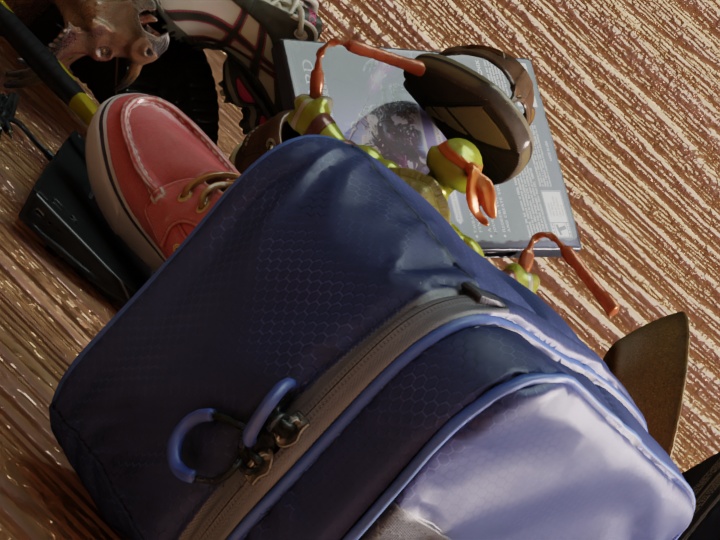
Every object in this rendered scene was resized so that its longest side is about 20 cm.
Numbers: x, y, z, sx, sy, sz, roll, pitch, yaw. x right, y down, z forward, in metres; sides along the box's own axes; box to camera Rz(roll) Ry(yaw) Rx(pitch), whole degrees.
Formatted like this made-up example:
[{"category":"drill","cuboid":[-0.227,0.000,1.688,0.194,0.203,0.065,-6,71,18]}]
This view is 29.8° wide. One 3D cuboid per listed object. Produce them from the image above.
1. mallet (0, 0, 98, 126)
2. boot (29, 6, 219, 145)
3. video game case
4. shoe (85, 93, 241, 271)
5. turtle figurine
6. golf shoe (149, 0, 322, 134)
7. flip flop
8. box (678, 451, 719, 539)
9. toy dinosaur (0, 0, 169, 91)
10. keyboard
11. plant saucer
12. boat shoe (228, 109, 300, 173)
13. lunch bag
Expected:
[{"category":"mallet","cuboid":[-0.145,-0.084,0.740,0.200,0.041,0.066,47,4,27]},{"category":"boot","cuboid":[-0.175,-0.132,0.917,0.077,0.138,0.201,-7,84,-47]},{"category":"video game case","cuboid":[0.045,-0.076,0.867,0.199,0.019,0.144,-2,70,-32]},{"category":"shoe","cuboid":[-0.053,-0.021,0.613,0.071,0.091,0.200,-18,67,-38]},{"category":"turtle figurine","cuboid":[0.017,-0.005,0.674,0.200,0.161,0.064,42,10,1]},{"category":"golf shoe","cuboid":[-0.074,-0.170,0.867,0.200,0.088,0.077,50,33,-44]},{"category":"flip flop","cuboid":[0.068,-0.098,0.770,0.081,0.057,0.200,54,4,-6]},{"category":"box","cuboid":[0.257,0.208,0.791,0.197,0.117,0.200,43,-18,10]},{"category":"toy dinosaur","cuboid":[-0.219,-0.175,0.839,0.200,0.086,0.136,15,-53,46]},{"category":"keyboard","cuboid":[-0.149,-0.043,0.679,0.127,0.021,0.200,48,3,-14]},{"category":"plant saucer","cuboid":[0.144,0.116,0.784,0.035,0.201,0.200,16,4,5]},{"category":"boat shoe","cuboid":[-0.004,0.002,0.737,0.075,0.075,0.203,-29,80,-41]},{"category":"lunch bag","cuboid":[0.013,0.063,0.416,0.132,0.136,0.200,46,7,33]}]
